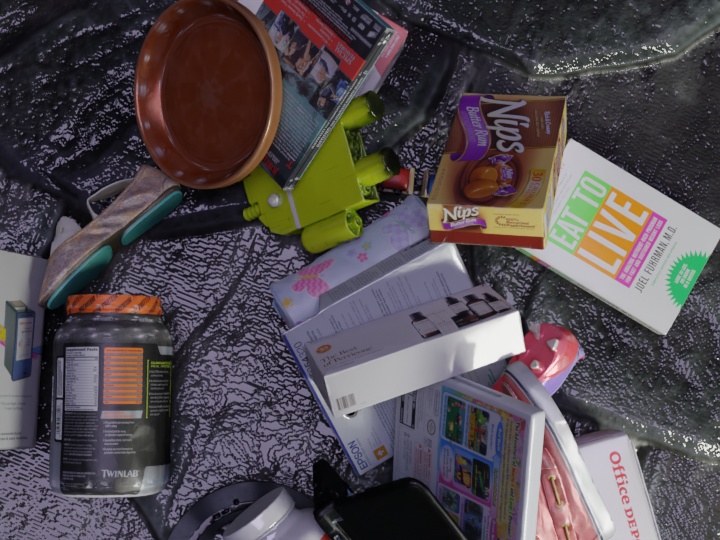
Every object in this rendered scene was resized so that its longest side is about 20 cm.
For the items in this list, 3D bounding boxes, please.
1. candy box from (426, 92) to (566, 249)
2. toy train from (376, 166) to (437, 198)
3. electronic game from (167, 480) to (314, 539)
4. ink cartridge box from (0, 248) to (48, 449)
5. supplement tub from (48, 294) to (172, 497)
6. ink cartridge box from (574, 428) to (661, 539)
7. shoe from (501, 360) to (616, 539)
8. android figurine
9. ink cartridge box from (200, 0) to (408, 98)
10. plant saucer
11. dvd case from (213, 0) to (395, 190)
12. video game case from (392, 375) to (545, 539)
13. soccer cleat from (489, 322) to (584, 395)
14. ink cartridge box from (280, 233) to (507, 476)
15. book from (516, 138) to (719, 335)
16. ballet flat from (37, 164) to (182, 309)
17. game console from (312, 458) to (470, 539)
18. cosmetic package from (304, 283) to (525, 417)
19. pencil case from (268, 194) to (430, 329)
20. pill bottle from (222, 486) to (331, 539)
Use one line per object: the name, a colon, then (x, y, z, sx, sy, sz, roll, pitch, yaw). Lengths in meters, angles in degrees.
candy box: (0.146, -0.107, 1.066, 0.116, 0.057, 0.200, 5, 44, 16)
toy train: (0.034, -0.101, 1.134, 0.199, 0.046, 0.034, 8, 84, -2)
electronic game: (-0.112, 0.323, 1.088, 0.199, 0.042, 0.201, 1, 85, -11)
ink cartridge box: (-0.409, 0.079, 1.060, 0.145, 0.087, 0.201, 1, 82, 20)
supplement tub: (-0.255, 0.127, 1.062, 0.122, 0.123, 0.201, 1, 84, -2)
ink cartridge box: (0.198, 0.263, 1.085, 0.199, 0.083, 0.147, -15, 85, -3)
shoe: (0.166, 0.194, 1.005, 0.091, 0.071, 0.201, -28, 98, -5)
android figurine: (-0.054, -0.111, 1.089, 0.199, 0.041, 0.183, -18, 84, 33)
ink cartridge box: (-0.063, -0.257, 1.136, 0.200, 0.067, 0.117, 32, 84, 0)
plant saucer: (-0.159, -0.186, 1.085, 0.200, 0.032, 0.201, 4, 97, 35)
dvd case: (-0.068, -0.205, 1.054, 0.146, 0.022, 0.200, 45, 115, 22)
video game case: (0.099, 0.204, 1.011, 0.024, 0.182, 0.201, -10, 108, -39)
soccer cleat: (0.156, 0.141, 1.079, 0.200, 0.076, 0.067, -51, 44, 8)
ink cartridge box: (0.040, 0.087, 1.077, 0.199, 0.043, 0.197, -28, 115, -5)
book: (0.280, -0.036, 1.142, 0.200, 0.048, 0.134, 30, 86, -2)
ballet flat: (-0.279, -0.041, 1.098, 0.067, 0.068, 0.200, 42, 64, 8)
game console: (0.056, 0.264, 1.005, 0.116, 0.176, 0.200, -35, 104, 6)
cosmetic package: (0.052, 0.074, 1.009, 0.199, 0.083, 0.051, -18, 111, -11)
pencil case: (0.000, 0.000, 1.103, 0.200, 0.083, 0.091, -33, 42, -5)
pill bottle: (-0.046, 0.317, 1.022, 0.112, 0.112, 0.200, -37, 93, -5)
